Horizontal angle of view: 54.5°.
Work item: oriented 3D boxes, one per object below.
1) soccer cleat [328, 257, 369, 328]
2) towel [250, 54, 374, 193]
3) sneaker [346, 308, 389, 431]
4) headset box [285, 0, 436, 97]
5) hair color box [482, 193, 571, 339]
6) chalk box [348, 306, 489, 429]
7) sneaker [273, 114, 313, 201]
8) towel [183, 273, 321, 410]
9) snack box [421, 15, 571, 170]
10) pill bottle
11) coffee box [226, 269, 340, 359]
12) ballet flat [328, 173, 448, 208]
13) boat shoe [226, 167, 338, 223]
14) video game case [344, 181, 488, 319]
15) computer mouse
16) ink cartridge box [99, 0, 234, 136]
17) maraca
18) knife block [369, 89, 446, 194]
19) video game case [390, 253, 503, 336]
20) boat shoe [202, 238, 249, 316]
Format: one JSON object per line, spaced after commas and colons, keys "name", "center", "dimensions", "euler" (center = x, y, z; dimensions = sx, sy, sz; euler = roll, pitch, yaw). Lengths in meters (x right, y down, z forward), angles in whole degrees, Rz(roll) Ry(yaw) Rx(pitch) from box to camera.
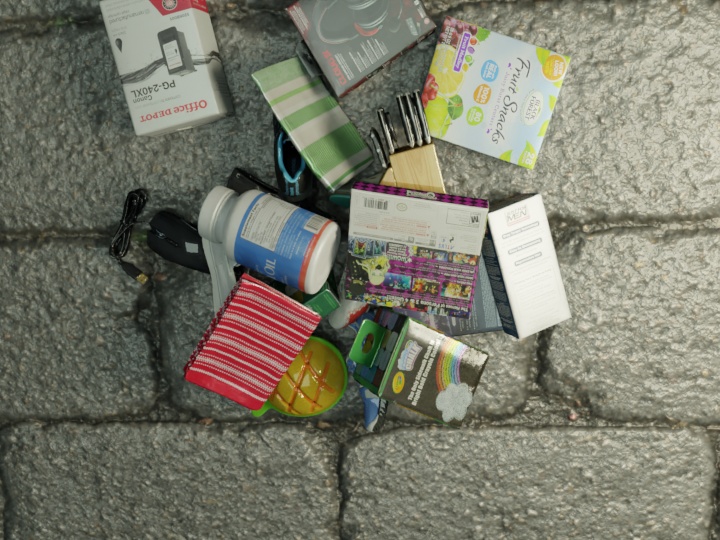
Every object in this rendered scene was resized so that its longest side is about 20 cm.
{"name": "soccer cleat", "center": [0.000, 0.000, 1.107], "dimensions": [0.202, 0.085, 0.069], "euler": [-54, 49, 8]}
{"name": "towel", "center": [-0.065, -0.225, 1.049], "dimensions": [0.023, 0.153, 0.203], "euler": [-26, 101, 37]}
{"name": "sneaker", "center": [0.014, 0.164, 1.161], "dimensions": [0.075, 0.076, 0.206], "euler": [1, 92, 1]}
{"name": "headset box", "center": [-0.006, -0.367, 1.045], "dimensions": [0.197, 0.075, 0.151], "euler": [-32, 98, 10]}
{"name": "hair color box", "center": [0.252, -0.008, 1.095], "dimensions": [0.098, 0.060, 0.205], "euler": [-19, 101, -12]}
{"name": "chalk box", "center": [0.071, 0.138, 1.068], "dimensions": [0.196, 0.124, 0.128], "euler": [26, 86, -19]}
{"name": "sneaker", "center": [-0.099, -0.213, 1.064], "dimensions": [0.071, 0.082, 0.206], "euler": [-5, 81, -2]}
{"name": "towel", "center": [-0.168, 0.116, 1.068], "dimensions": [0.142, 0.023, 0.202], "euler": [28, 110, -19]}
{"name": "snack box", "center": [0.192, -0.265, 1.055], "dimensions": [0.195, 0.068, 0.173], "euler": [17, 103, -1]}
{"name": "pill bottle", "center": [-0.137, -0.052, 1.041], "dimensions": [0.196, 0.112, 0.115], "euler": [22, 104, 11]}
{"name": "coffee box", "center": [-0.127, 0.063, 1.126], "dimensions": [0.198, 0.124, 0.044], "euler": [-34, 122, 10]}
{"name": "ballet flat", "center": [0.047, -0.120, 1.110], "dimensions": [0.194, 0.068, 0.065], "euler": [13, 76, 1]}
{"name": "boat shoe", "center": [-0.123, -0.114, 1.119], "dimensions": [0.195, 0.070, 0.068], "euler": [20, 105, 8]}
{"name": "video game case", "center": [0.077, -0.027, 1.016], "dimensions": [0.194, 0.036, 0.186], "euler": [8, 120, 8]}
{"name": "computer mouse", "center": [-0.327, -0.029, 1.162], "dimensions": [0.197, 0.046, 0.143], "euler": [30, 102, -2]}
{"name": "ink cartridge box", "center": [-0.294, -0.322, 1.076], "dimensions": [0.141, 0.083, 0.206], "euler": [-12, 101, 7]}
{"name": "maraca", "center": [-0.117, 0.177, 1.157], "dimensions": [0.194, 0.107, 0.141], "euler": [-8, 98, 7]}
{"name": "knife block", "center": [0.093, -0.153, 1.024], "dimensions": [0.197, 0.064, 0.178], "euler": [29, 107, -5]}
{"name": "video game case", "center": [0.144, 0.037, 1.149], "dimensions": [0.194, 0.019, 0.147], "euler": [-8, 101, 8]}
{"name": "boat shoe", "center": [-0.202, -0.007, 1.110], "dimensions": [0.067, 0.072, 0.206], "euler": [-16, 71, 23]}
